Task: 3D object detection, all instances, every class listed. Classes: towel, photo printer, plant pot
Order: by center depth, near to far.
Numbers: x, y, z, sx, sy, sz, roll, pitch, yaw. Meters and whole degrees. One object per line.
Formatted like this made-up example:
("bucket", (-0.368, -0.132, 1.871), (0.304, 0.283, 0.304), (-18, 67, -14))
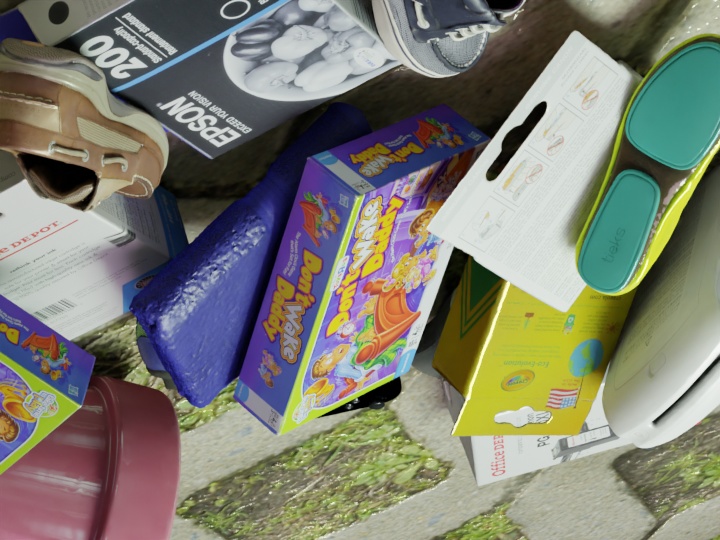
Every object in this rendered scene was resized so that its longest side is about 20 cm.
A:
("towel", (-0.065, -0.013, 1.658), (0.200, 0.049, 0.148), (-45, 153, -14))
("plant pot", (-0.249, 0.163, 1.834), (0.178, 0.201, 0.200), (15, 142, -25))
("photo printer", (0.248, 0.025, 1.837), (0.069, 0.200, 0.166), (30, 135, -10))

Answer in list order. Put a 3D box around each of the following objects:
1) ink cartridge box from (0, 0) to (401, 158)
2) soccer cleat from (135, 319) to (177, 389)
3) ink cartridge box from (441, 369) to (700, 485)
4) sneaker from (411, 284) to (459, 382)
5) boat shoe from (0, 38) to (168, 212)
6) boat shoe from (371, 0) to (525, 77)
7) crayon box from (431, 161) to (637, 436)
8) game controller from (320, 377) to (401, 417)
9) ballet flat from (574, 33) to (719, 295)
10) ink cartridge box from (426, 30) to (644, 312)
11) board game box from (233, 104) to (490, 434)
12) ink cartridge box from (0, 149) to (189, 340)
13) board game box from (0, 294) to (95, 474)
("ink cartridge box", (-0.103, -0.131, 1.499), (0.199, 0.044, 0.198), (-25, 153, 19))
("soccer cleat", (-0.062, 0.027, 1.790), (0.199, 0.084, 0.065), (-12, -166, -6))
("ink cartridge box", (0.171, 0.090, 2.043), (0.199, 0.084, 0.145), (-16, 154, -2))
("sneaker", (0.136, 0.036, 1.951), (0.199, 0.075, 0.106), (-1, 161, -28))
("boat shoe", (-0.170, -0.072, 1.481), (0.075, 0.072, 0.200), (9, 168, 20))
("boat shoe", (0.059, -0.156, 1.468), (0.075, 0.093, 0.200), (-55, 153, -8))
("crayon box", (0.132, 0.023, 1.826), (0.126, 0.051, 0.201), (4, 115, -35))
("game controller", (-0.039, 0.069, 1.926), (0.104, 0.042, 0.200), (-21, 153, 8))
("ballet flat", (0.200, -0.074, 1.667), (0.067, 0.067, 0.201), (-32, 150, -60))
("ink cartridge box", (0.127, -0.072, 1.672), (0.163, 0.057, 0.200), (-53, 141, 6))
("board game box", (0.000, 0.000, 1.654), (0.134, 0.045, 0.201), (-25, 144, -44))
("ink cartridge box", (-0.206, -0.030, 1.603), (0.116, 0.068, 0.200), (-26, 153, 17))
("board game box", (-0.279, 0.083, 1.580), (0.134, 0.045, 0.200), (36, 128, -21))
